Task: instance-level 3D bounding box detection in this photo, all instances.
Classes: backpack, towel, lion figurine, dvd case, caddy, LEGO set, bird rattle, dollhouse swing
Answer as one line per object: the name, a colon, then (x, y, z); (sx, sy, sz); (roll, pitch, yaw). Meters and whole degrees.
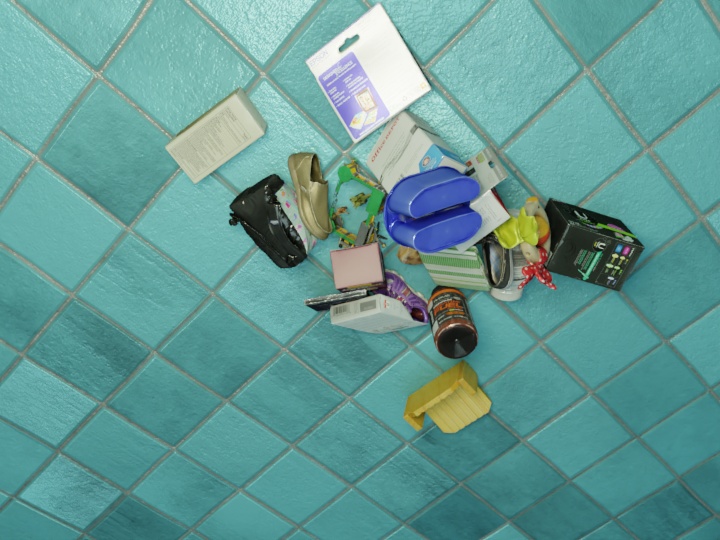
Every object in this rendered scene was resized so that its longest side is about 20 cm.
backpack: (-0.181, -0.108, 1.415); (0.165, 0.127, 0.201); (-17, 119, 41)
towel: (0.219, -0.008, 1.448); (0.150, 0.024, 0.200); (6, 157, 26)
lion figurine: (0.192, -0.050, 1.501); (0.196, 0.073, 0.124); (13, 132, -16)
dvd case: (-0.049, 0.074, 1.510); (0.145, 0.200, 0.016); (-10, 80, 4)
caddy: (0.140, -0.118, 1.205); (0.196, 0.105, 0.144); (-18, 116, -20)
LEGO set: (0.006, -0.152, 1.434); (0.151, 0.116, 0.204); (22, 117, 20)
bird rattle: (0.379, -0.064, 1.349); (0.111, 0.164, 0.201); (-12, 127, 46)
dollhouse swing: (0.250, 0.381, 1.702); (0.199, 0.182, 0.177); (-35, 95, 17)

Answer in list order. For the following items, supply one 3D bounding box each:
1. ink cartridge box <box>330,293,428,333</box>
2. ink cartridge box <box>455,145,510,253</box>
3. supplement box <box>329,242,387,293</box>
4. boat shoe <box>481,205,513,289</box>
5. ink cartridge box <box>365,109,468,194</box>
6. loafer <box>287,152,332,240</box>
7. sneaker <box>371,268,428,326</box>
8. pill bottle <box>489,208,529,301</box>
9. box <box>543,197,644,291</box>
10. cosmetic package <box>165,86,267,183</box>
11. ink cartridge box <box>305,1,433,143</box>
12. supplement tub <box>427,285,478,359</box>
ink cartridge box: (0.049, 0.109, 1.527); (0.160, 0.051, 0.198); (-16, 160, 37)
ink cartridge box: (0.250, -0.160, 1.363); (0.174, 0.201, 0.084); (-37, 114, 18)
supplement box: (0.000, 0.000, 1.427); (0.108, 0.200, 0.088); (-9, 83, 4)
boat shoe: (0.296, -0.058, 1.389); (0.069, 0.066, 0.205); (-3, 90, 38)
ink cartridge box: (0.113, -0.223, 1.318); (0.083, 0.201, 0.146); (12, 123, -39)
loafer: (-0.102, -0.168, 1.379); (0.066, 0.076, 0.204); (-18, 94, 28)
sneaker: (0.099, 0.069, 1.558); (0.198, 0.084, 0.081); (31, 115, -18)
pill bottle: (0.358, -0.034, 1.491); (0.108, 0.111, 0.204); (-1, 120, -2)
box: (0.523, -0.061, 1.460); (0.196, 0.149, 0.126); (14, 118, -10)
cosmetic package: (-0.307, -0.290, 1.344); (0.198, 0.072, 0.106); (-30, 116, 14)
ink cartridge box: (0.017, -0.404, 1.294); (0.196, 0.043, 0.202); (-31, 97, 15)
supplement tub: (0.217, 0.114, 1.520); (0.104, 0.201, 0.109); (-1, 120, -2)
